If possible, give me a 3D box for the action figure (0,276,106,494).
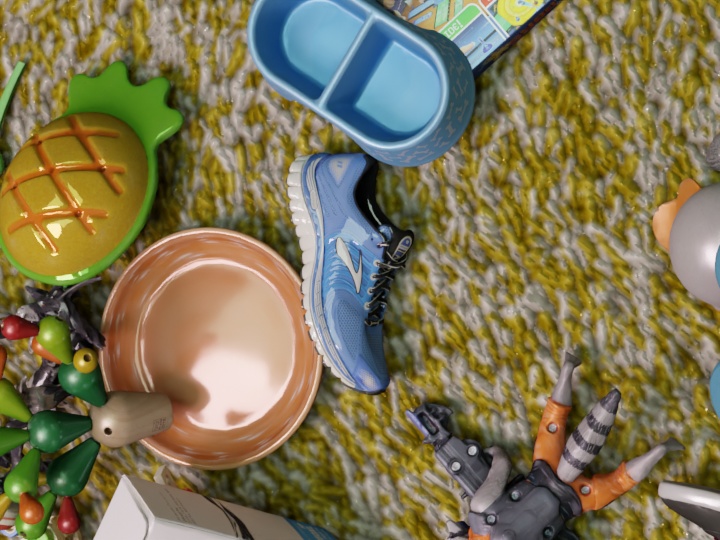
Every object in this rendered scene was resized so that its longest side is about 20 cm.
[{"bbox_3d":[-0.284,0.088,1.370,0.118,0.102,0.202,29,105,33],"label":"action figure"}]

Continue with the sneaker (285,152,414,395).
[{"bbox_3d":[0.000,0.000,1.310,0.088,0.078,0.202,-11,88,17],"label":"sneaker"}]

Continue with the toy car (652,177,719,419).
[{"bbox_3d":[0.294,0.006,1.212,0.199,0.183,0.179,26,124,51],"label":"toy car"}]

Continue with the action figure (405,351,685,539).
[{"bbox_3d":[0.124,0.156,1.269,0.200,0.105,0.194,40,91,7],"label":"action figure"}]

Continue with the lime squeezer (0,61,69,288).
[{"bbox_3d":[-0.308,-0.077,1.412,0.070,0.038,0.202,-11,88,15],"label":"lime squeezer"}]

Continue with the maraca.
[{"bbox_3d":[-0.226,-0.082,1.358,0.136,0.107,0.201,22,77,17],"label":"maraca"}]

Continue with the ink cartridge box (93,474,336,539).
[{"bbox_3d":[-0.120,0.261,1.288,0.199,0.084,0.146,21,99,-31],"label":"ink cartridge box"}]

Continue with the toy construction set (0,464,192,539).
[{"bbox_3d":[-0.207,0.237,1.371,0.199,0.092,0.132,-23,85,25],"label":"toy construction set"}]

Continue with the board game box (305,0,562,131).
[{"bbox_3d":[0.072,-0.227,1.305,0.200,0.034,0.136,-41,81,12],"label":"board game box"}]

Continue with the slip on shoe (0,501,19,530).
[{"bbox_3d":[-0.364,0.224,1.399,0.199,0.074,0.062,-12,77,33],"label":"slip on shoe"}]

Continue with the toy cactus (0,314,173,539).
[{"bbox_3d":[-0.224,0.124,1.295,0.102,0.164,0.202,24,115,52],"label":"toy cactus"}]

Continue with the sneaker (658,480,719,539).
[{"bbox_3d":[0.308,0.232,1.233,0.199,0.071,0.100,22,92,8],"label":"sneaker"}]

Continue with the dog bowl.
[{"bbox_3d":[-0.005,-0.163,1.285,0.199,0.050,0.112,35,100,13],"label":"dog bowl"}]

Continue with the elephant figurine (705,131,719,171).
[{"bbox_3d":[0.355,-0.123,1.169,0.199,0.156,0.142,-25,50,2],"label":"elephant figurine"}]

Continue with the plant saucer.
[{"bbox_3d":[-0.122,0.065,1.365,0.198,0.037,0.202,1,92,16],"label":"plant saucer"}]
